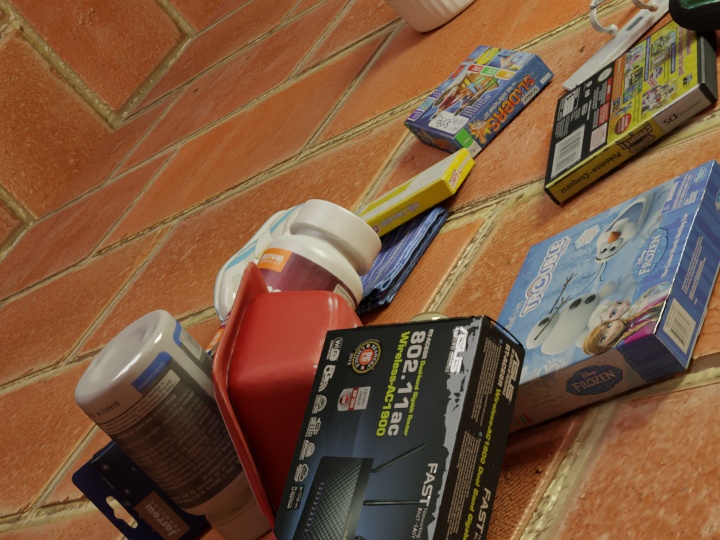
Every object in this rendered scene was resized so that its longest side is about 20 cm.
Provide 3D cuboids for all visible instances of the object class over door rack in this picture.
[{"bbox_3d":[0.323,-0.353,1.718,0.147,0.066,0.201,-26,42,55],"label":"over door rack"}]

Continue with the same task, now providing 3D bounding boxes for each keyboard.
[{"bbox_3d":[0.293,-0.259,1.718,0.200,0.011,0.056,-43,12,0],"label":"keyboard"}]

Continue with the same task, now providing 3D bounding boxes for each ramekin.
[{"bbox_3d":[0.119,-0.437,2.349,0.200,0.098,0.201,-39,19,16],"label":"ramekin"}]

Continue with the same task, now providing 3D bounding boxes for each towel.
[{"bbox_3d":[0.000,0.000,1.736,0.199,0.024,0.145,-19,29,53],"label":"towel"}]

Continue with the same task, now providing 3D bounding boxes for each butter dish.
[{"bbox_3d":[-0.025,0.103,1.355,0.147,0.201,0.200,-12,26,14],"label":"butter dish"}]

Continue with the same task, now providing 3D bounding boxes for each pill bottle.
[{"bbox_3d":[-0.147,0.142,1.440,0.114,0.200,0.114,-37,18,15],"label":"pill bottle"},{"bbox_3d":[-0.065,0.036,1.609,0.109,0.109,0.201,-9,47,60],"label":"pill bottle"}]

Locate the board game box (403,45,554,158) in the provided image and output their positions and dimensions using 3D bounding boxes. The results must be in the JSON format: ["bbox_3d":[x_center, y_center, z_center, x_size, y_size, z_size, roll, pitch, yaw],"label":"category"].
[{"bbox_3d":[0.132,-0.196,1.875,0.135,0.034,0.200,-45,18,-2],"label":"board game box"}]

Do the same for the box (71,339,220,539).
[{"bbox_3d":[-0.163,0.176,1.525,0.200,0.121,0.032,-42,11,7],"label":"box"}]

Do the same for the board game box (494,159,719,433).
[{"bbox_3d":[0.184,0.024,1.251,0.198,0.043,0.201,-28,24,42],"label":"board game box"}]

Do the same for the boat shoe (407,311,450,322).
[{"bbox_3d":[0.024,0.127,1.262,0.201,0.071,0.064,-63,22,2],"label":"boat shoe"}]

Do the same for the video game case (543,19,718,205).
[{"bbox_3d":[0.257,-0.162,1.546,0.180,0.026,0.200,-35,19,27],"label":"video game case"}]

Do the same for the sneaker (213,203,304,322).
[{"bbox_3d":[-0.100,-0.007,1.885,0.081,0.077,0.201,-19,31,47],"label":"sneaker"}]

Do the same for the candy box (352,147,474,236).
[{"bbox_3d":[0.028,-0.063,1.768,0.199,0.026,0.102,-29,13,27],"label":"candy box"}]

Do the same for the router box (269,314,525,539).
[{"bbox_3d":[0.025,0.136,1.161,0.149,0.062,0.201,-7,58,39],"label":"router box"}]

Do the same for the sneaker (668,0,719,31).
[{"bbox_3d":[0.373,-0.288,1.537,0.199,0.075,0.088,-34,4,-1],"label":"sneaker"}]
